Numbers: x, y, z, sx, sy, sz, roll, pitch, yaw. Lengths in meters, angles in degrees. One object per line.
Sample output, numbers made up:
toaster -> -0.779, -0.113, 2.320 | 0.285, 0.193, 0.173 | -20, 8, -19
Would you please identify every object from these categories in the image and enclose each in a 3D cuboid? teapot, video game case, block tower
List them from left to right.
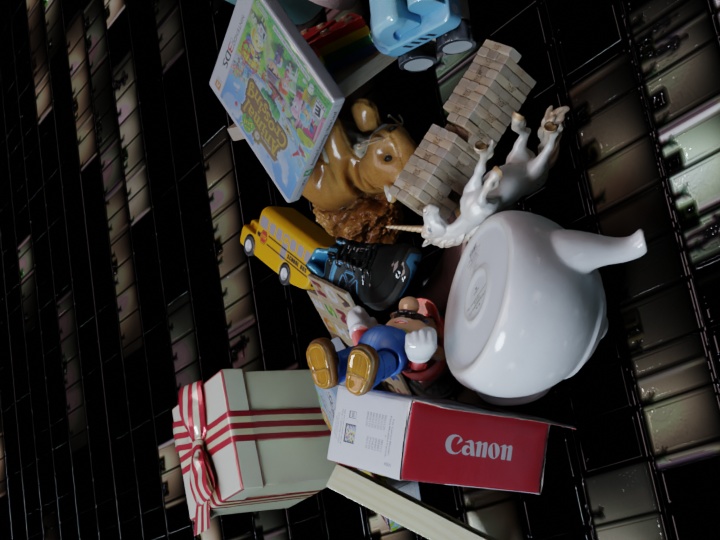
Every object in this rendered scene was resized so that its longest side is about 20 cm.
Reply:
video game case -> -0.103, -0.211, 1.401 | 0.201, 0.022, 0.183 | 56, 144, 21
block tower -> 0.114, -0.151, 1.310 | 0.201, 0.058, 0.054 | -58, 37, 1
teapot -> 0.178, 0.045, 1.201 | 0.200, 0.144, 0.200 | -177, 102, -75

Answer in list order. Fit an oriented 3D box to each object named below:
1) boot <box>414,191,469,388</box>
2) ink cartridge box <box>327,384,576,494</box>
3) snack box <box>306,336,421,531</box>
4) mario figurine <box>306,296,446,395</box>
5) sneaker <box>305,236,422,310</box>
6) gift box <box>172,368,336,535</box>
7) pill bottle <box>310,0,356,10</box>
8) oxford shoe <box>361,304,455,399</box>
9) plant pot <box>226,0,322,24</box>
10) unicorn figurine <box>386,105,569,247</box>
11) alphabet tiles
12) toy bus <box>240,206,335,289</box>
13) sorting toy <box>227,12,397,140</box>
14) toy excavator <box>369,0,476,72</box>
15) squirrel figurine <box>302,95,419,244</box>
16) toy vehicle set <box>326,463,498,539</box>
boot -> 0.092, 0.013, 1.359 | 0.166, 0.072, 0.202 | -35, 68, 31
ink cartridge box -> 0.097, 0.180, 1.252 | 0.175, 0.198, 0.085 | 3, 82, 55
snack box -> 0.005, 0.200, 1.466 | 0.201, 0.053, 0.143 | 55, 162, 41
mario figurine -> 0.028, 0.065, 1.255 | 0.123, 0.199, 0.106 | 43, 117, 19
sneaker -> 0.000, 0.000, 1.387 | 0.200, 0.082, 0.074 | -20, 37, 61
gift box -> -0.159, 0.249, 1.638 | 0.200, 0.185, 0.186 | -43, 55, 44
pill bottle -> -0.015, -0.443, 1.519 | 0.114, 0.113, 0.201 | 54, 131, 41
oxford shoe -> 0.050, 0.104, 1.462 | 0.200, 0.072, 0.085 | 45, 150, 42
plant pot -> -0.143, -0.455, 1.663 | 0.200, 0.160, 0.203 | -1, 88, 55
unicorn figurine -> 0.135, -0.089, 1.235 | 0.138, 0.198, 0.074 | 95, 151, -56
alphabet tiles -> 0.002, 0.095, 1.444 | 0.167, 0.008, 0.201 | 25, 147, 58
toy bus -> -0.093, -0.032, 1.657 | 0.200, 0.065, 0.079 | 36, 118, 50
sorting toy -> -0.060, -0.255, 1.500 | 0.198, 0.200, 0.070 | -3, 122, 55
toy excavator -> 0.054, -0.311, 1.342 | 0.193, 0.199, 0.101 | -18, 74, 44
squirrel figurine -> 0.012, -0.111, 1.478 | 0.185, 0.141, 0.202 | 13, 122, 40
toy vehicle set -> 0.062, 0.265, 1.292 | 0.198, 0.124, 0.027 | 25, 84, 10
